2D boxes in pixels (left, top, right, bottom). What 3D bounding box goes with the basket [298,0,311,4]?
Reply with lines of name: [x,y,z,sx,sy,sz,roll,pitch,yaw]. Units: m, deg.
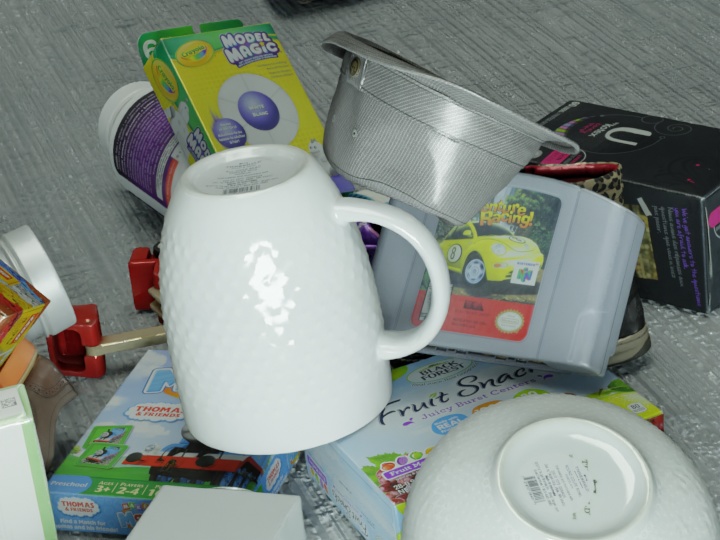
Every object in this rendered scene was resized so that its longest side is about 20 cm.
basket: [-0.087,-0.379,2.353,0.199,0.139,0.176,18,20,-19]

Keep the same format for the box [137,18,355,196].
box: [-0.098,-0.130,1.759,0.117,0.048,0.200,-14,66,-36]

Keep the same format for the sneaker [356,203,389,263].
sneaker: [0.000,0.000,1.602,0.200,0.089,0.081,-32,51,5]

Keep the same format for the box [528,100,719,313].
box: [0.222,-0.055,1.696,0.199,0.106,0.122,15,34,35]

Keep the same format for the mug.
mug: [-0.038,0.011,1.411,0.199,0.176,0.148,-3,26,15]

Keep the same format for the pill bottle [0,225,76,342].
pill bottle: [-0.319,0.048,1.576,0.199,0.112,0.112,-28,31,-12]

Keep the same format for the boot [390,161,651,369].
boot: [0.112,0.005,1.546,0.199,0.151,0.073,-8,19,-5]

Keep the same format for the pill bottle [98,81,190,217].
pill bottle: [-0.156,-0.102,1.874,0.111,0.112,0.200,-20,30,-25]

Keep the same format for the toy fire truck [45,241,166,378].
toy fire truck: [-0.143,0.027,1.687,0.199,0.049,0.141,-3,27,5]

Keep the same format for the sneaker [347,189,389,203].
sneaker: [0.067,-0.015,1.702,0.081,0.077,0.200,-22,37,-40]

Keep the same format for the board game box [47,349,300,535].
board game box: [-0.119,0.122,1.507,0.151,0.037,0.200,2,27,18]

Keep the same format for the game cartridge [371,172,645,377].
game cartridge: [0.095,-0.002,1.467,0.199,0.041,0.134,6,71,34]

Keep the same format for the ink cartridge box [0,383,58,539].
ink cartridge box: [-0.296,0.164,1.342,0.199,0.146,0.048,-13,35,-12]

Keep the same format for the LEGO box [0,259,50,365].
LEGO box: [-0.311,0.079,1.416,0.077,0.200,0.149,39,4,0]

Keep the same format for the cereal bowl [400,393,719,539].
cereal bowl: [0.124,0.150,1.266,0.199,0.083,0.201,3,48,-3]

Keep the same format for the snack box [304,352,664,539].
snack box: [0.080,0.118,1.430,0.199,0.068,0.169,-15,26,-18]

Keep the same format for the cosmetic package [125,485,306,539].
cosmetic package: [-0.108,0.214,1.283,0.101,0.074,0.200,3,27,19]

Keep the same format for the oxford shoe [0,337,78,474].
oxford shoe: [-0.253,0.136,1.475,0.071,0.073,0.200,-34,25,45]

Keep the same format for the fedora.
fedora: [0.043,-0.087,1.424,0.177,0.091,0.200,21,8,-41]
